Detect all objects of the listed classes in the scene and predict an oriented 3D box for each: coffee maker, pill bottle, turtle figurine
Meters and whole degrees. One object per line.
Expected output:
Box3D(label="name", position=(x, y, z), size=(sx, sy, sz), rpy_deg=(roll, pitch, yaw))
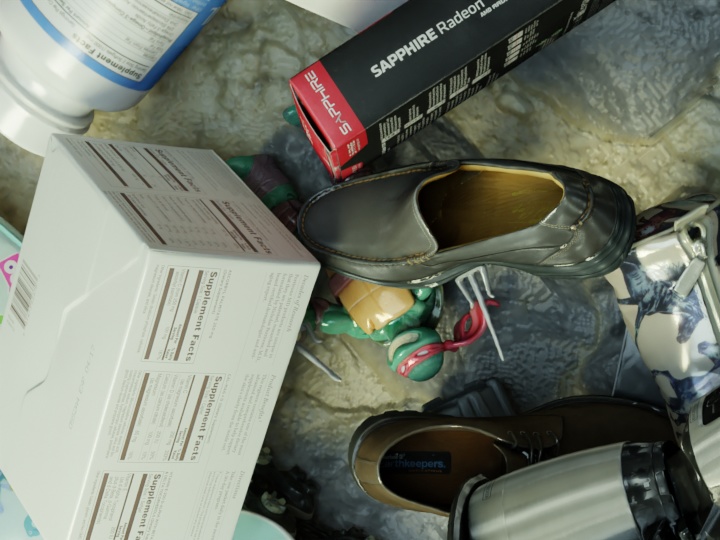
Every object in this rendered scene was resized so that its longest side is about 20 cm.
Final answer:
Box3D(label="coffee maker", position=(0.174, 0.156, 1.086), size=(0.200, 0.135, 0.192), rpy_deg=(-24, 125, 20))
Box3D(label="pill bottle", position=(-0.149, -0.167, 1.257), size=(0.112, 0.112, 0.200), rpy_deg=(46, 110, 6))
Box3D(label="turtle figurine", position=(0.000, 0.000, 1.244), size=(0.150, 0.101, 0.200), rpy_deg=(-34, 72, 5))

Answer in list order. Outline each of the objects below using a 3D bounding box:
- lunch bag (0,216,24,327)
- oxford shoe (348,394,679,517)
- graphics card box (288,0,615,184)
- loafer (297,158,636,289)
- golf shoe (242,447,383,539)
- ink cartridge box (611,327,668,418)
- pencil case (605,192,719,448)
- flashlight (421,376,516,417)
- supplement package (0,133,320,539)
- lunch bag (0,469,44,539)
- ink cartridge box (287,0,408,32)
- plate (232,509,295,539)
Box3D(label="lunch bag", position=(-0.280, 0.052, 1.323), size=(0.160, 0.077, 0.200), rpy_deg=(39, 83, 5))
Box3D(label="oxford shoe", position=(0.096, 0.113, 1.184), size=(0.199, 0.084, 0.073), rpy_deg=(-5, 93, -6))
Box3D(label="graphics card box", position=(0.055, -0.128, 1.156), size=(0.200, 0.125, 0.051), rpy_deg=(-33, 84, -1))
Box3D(label="loafer", position=(0.047, -0.034, 1.142), size=(0.199, 0.072, 0.073), rpy_deg=(-4, 70, 29))
Box3D(label="golf shoe", position=(-0.030, 0.196, 1.306), size=(0.200, 0.077, 0.088), rpy_deg=(41, 116, 17))
Box3D(label="ink cartridge box", position=(0.189, 0.112, 1.235), size=(0.094, 0.037, 0.201), rpy_deg=(14, 105, 15))
Box3D(label="pencil case", position=(0.199, 0.058, 1.157), size=(0.078, 0.089, 0.201), rpy_deg=(-23, 92, 0))
Box3D(label="flashlight", position=(0.095, 0.166, 1.258), size=(0.068, 0.068, 0.200), rpy_deg=(-26, 90, 5))
Box3D(label="supplement package", position=(-0.128, 0.045, 1.217), size=(0.156, 0.111, 0.201), rpy_deg=(46, 124, 50))
Box3D(label="lunch bag", position=(-0.203, 0.223, 1.356), size=(0.161, 0.082, 0.200), rpy_deg=(-38, 86, 19))
Box3D(label="ink cartridge box", position=(-0.037, -0.235, 1.160), size=(0.083, 0.146, 0.200), rpy_deg=(-40, 65, 19))
Box3D(label="plate", position=(-0.118, 0.218, 1.222), size=(0.199, 0.200, 0.026), rpy_deg=(-11, 127, 20))
